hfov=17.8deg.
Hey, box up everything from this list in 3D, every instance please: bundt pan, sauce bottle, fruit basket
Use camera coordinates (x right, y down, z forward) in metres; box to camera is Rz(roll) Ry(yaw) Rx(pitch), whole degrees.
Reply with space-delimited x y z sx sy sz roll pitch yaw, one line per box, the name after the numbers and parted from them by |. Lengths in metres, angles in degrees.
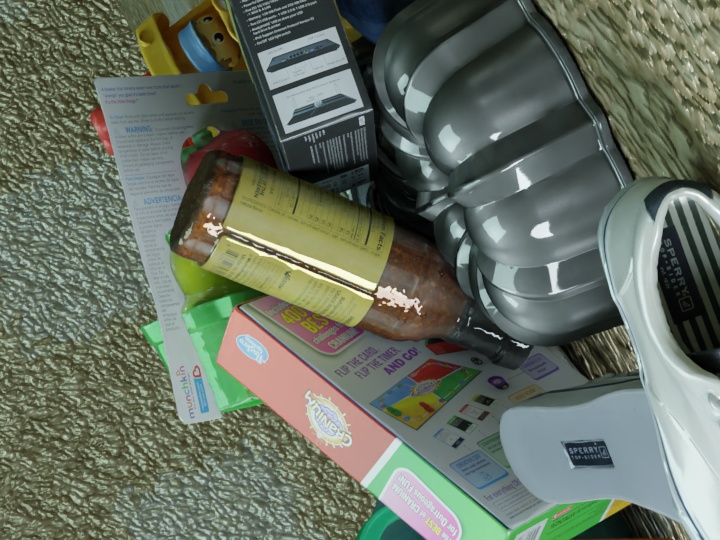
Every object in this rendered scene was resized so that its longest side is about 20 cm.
0.068 -0.049 1.134 0.202 0.076 0.202 61 172 14 | bundt pan
0.000 0.000 1.215 0.200 0.066 0.066 24 -177 -14 | sauce bottle
-0.070 -0.018 1.337 0.185 0.094 0.200 -10 -103 -51 | fruit basket

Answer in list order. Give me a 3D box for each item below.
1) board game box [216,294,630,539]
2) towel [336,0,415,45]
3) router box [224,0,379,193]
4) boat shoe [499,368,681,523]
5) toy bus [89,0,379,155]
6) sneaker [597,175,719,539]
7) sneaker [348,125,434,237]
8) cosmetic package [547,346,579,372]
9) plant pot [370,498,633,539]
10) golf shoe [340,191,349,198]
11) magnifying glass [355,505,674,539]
0.045 0.071 1.235 0.200 0.153 0.040 38 126 26 | board game box
-0.017 -0.215 1.260 0.200 0.048 0.112 66 172 -23 | towel
-0.040 -0.129 1.229 0.200 0.052 0.158 83 167 -83 | router box
0.143 0.073 1.074 0.200 0.065 0.074 5 116 58 | boat shoe
-0.086 -0.133 1.501 0.136 0.192 0.200 62 172 19 | toy bus
0.150 0.056 0.919 0.200 0.073 0.071 63 177 1 | sneaker
0.035 -0.060 1.386 0.200 0.075 0.114 -129 19 -58 | sneaker
0.064 0.065 1.431 0.090 0.107 0.200 50 180 -16 | cosmetic package
0.088 0.189 1.495 0.188 0.200 0.200 -99 -11 -55 | plant pot
-0.007 0.012 1.488 0.200 0.078 0.097 -69 1 -47 | golf shoe
0.091 0.169 1.329 0.022 0.199 0.080 116 150 -54 | magnifying glass
